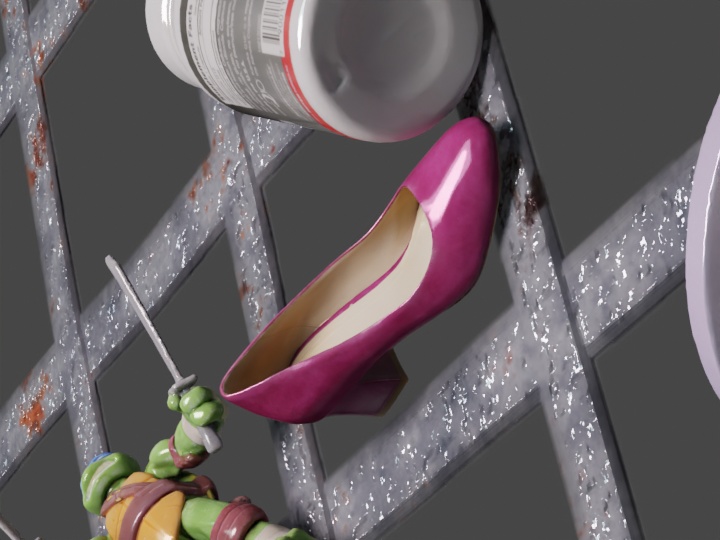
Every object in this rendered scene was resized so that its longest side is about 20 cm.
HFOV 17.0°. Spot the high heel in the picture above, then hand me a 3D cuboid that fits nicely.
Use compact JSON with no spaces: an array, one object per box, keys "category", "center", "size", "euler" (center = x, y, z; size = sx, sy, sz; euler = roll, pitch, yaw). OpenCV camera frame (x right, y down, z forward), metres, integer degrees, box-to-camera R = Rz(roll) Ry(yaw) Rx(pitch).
[{"category":"high heel","center":[0.000,0.000,1.258],"size":[0.200,0.096,0.067],"euler":[-60,39,35]}]

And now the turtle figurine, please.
[{"category":"turtle figurine","center":[-0.126,0.137,1.369],"size":[0.194,0.144,0.200],"euler":[32,143,41]}]

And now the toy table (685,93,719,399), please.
[{"category":"toy table","center":[0.202,-0.019,0.876],"size":[0.117,0.184,0.200],"euler":[-146,55,-74]}]

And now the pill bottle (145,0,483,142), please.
[{"category":"pill bottle","center":[-0.031,-0.136,1.311],"size":[0.200,0.114,0.114],"euler":[18,101,59]}]
